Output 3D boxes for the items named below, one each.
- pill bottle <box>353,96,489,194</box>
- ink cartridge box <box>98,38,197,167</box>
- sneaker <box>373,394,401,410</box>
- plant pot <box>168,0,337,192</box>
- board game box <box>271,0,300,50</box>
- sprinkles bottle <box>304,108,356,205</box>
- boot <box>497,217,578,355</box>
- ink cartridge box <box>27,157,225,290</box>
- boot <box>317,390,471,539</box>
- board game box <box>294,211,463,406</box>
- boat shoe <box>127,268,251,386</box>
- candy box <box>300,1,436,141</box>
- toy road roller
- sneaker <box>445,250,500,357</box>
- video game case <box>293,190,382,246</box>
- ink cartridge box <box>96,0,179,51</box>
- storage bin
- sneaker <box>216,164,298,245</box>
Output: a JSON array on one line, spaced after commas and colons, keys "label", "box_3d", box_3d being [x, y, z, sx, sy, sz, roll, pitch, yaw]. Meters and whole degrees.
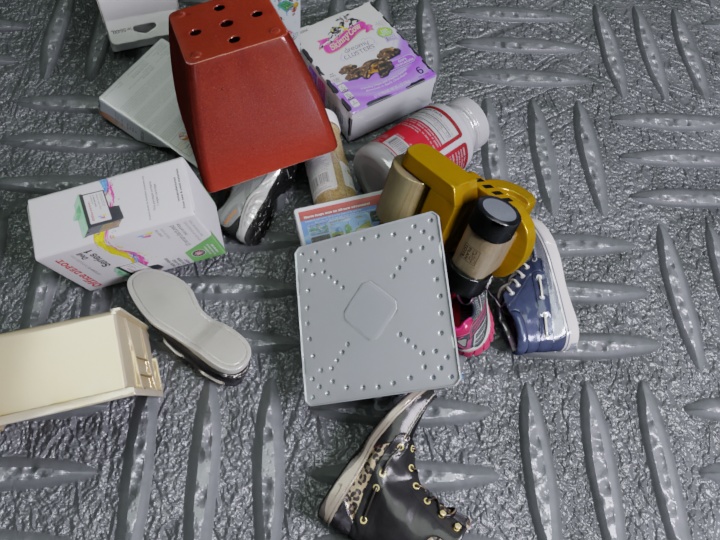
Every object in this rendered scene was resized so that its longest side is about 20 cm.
[{"label": "pill bottle", "box_3d": [0.096, -0.179, 0.956, 0.199, 0.113, 0.112, -36, 70, -21]}, {"label": "ink cartridge box", "box_3d": [-0.286, -0.258, 1.020, 0.199, 0.050, 0.163, 36, 62, -6]}, {"label": "sneaker", "box_3d": [0.017, 0.077, 0.810, 0.114, 0.075, 0.201, -34, 89, -13]}, {"label": "plant pot", "box_3d": [-0.165, -0.264, 0.880, 0.198, 0.177, 0.201, -21, 53, -8]}, {"label": "board game box", "box_3d": [-0.150, -0.402, 1.007, 0.064, 0.201, 0.148, -22, 65, -17]}, {"label": "sprinkles bottle", "box_3d": [-0.048, -0.147, 0.953, 0.068, 0.068, 0.202, -9, 63, -9]}, {"label": "boot", "box_3d": [0.230, 0.018, 0.882, 0.089, 0.073, 0.202, -5, 63, -14]}, {"label": "ink cartridge box", "box_3d": [-0.294, -0.054, 0.818, 0.198, 0.145, 0.085, -16, 72, -1]}, {"label": "boot", "box_3d": [0.063, 0.248, 0.739, 0.150, 0.073, 0.200, 37, 73, 15]}, {"label": "board game box", "box_3d": [0.016, 0.049, 0.759, 0.198, 0.026, 0.202, -13, 73, 25]}, {"label": "boat shoe", "box_3d": [-0.223, 0.074, 0.823, 0.199, 0.061, 0.074, 34, 50, 11]}, {"label": "candy box", "box_3d": [-0.001, -0.335, 1.056, 0.167, 0.072, 0.201, -29, 68, -18]}, {"label": "toy road roller", "box_3d": [0.133, -0.073, 0.819, 0.200, 0.124, 0.145, 40, 42, 23]}, {"label": "sneaker", "box_3d": [0.142, 0.011, 0.863, 0.080, 0.075, 0.202, -16, 58, 21]}, {"label": "video game case", "box_3d": [0.000, 0.000, 0.865, 0.142, 0.017, 0.202, -13, 85, -12]}, {"label": "ink cartridge box", "box_3d": [-0.385, -0.480, 1.073, 0.127, 0.126, 0.201, -18, 64, -14]}, {"label": "storage bin", "box_3d": [-0.343, 0.120, 0.715, 0.198, 0.199, 0.095, -12, 80, -11]}, {"label": "sneaker", "box_3d": [-0.148, -0.134, 0.937, 0.079, 0.074, 0.201, 20, 62, 12]}]
